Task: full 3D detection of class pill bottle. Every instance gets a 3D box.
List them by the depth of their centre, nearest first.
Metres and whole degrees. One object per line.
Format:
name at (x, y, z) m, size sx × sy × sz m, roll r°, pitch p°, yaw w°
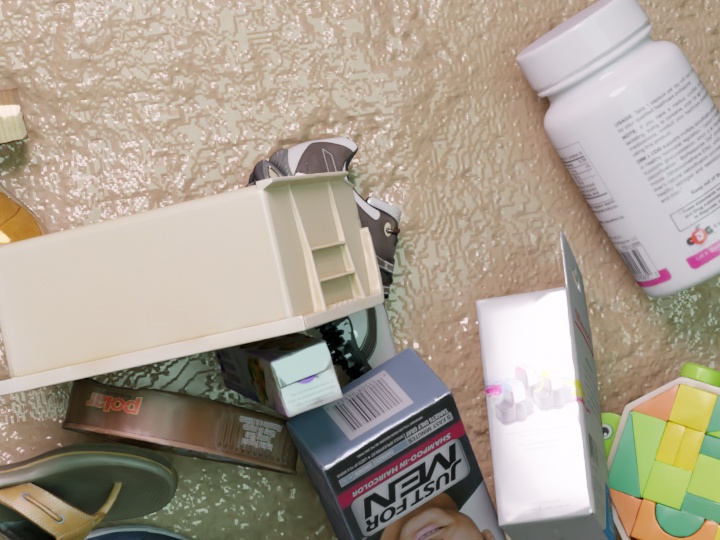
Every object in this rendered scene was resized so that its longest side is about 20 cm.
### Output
pill bottle at (0.202, -0.092, 1.486) m, size 0.113 × 0.113 × 0.200 m, roll -34°, pitch 97°, yaw -12°

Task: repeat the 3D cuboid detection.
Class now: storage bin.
storage bin at (-0.109, 0.005, 1.331) m, size 0.200 × 0.199 × 0.094 m, roll -13°, pitch 90°, yaw 16°

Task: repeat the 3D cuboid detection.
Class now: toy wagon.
toy wagon at (0.229, 0.144, 1.473) m, size 0.200 × 0.040 × 0.155 m, roll 17°, pitch 85°, yaw 24°

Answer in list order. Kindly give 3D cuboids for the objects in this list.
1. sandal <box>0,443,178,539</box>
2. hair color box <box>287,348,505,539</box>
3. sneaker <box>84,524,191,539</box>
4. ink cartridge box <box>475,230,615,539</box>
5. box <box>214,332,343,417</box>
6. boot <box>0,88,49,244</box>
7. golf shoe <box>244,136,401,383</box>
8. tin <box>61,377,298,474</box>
sandal at (-0.221, 0.160, 1.396) m, size 0.200 × 0.080 × 0.054 m, roll -4°, pitch 53°, yaw -9°
hair color box at (0.032, 0.160, 1.417) m, size 0.099 × 0.061 × 0.200 m, roll -31°, pitch 131°, yaw -11°
sneaker at (-0.108, 0.221, 1.394) m, size 0.202 × 0.146 × 0.077 m, roll 10°, pitch 89°, yaw -12°
ink cartridge box at (0.127, 0.086, 1.444) m, size 0.068 × 0.115 × 0.200 m, roll -8°, pitch 70°, yaw 11°
box at (-0.057, 0.063, 1.378) m, size 0.041 × 0.200 × 0.039 m, roll -18°, pitch 97°, yaw -12°
boot at (-0.281, -0.020, 1.401) m, size 0.144 × 0.071 × 0.201 m, roll -13°, pitch 89°, yaw -7°
golf shoe at (0.000, 0.000, 1.457) m, size 0.094 × 0.078 × 0.200 m, roll -27°, pitch 97°, yaw -12°
tin at (-0.113, 0.103, 1.376) m, size 0.112 × 0.200 × 0.042 m, roll 11°, pitch 84°, yaw 27°
